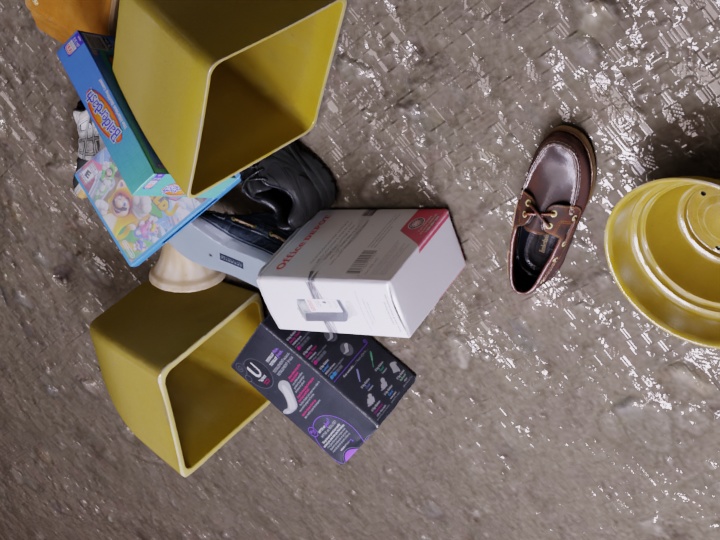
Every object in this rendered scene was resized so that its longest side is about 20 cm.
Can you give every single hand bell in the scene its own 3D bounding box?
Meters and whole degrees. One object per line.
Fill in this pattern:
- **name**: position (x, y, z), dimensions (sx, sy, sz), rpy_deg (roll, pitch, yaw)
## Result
- **hand bell**: position (-0.231, -0.084, 1.818), dimensions (0.103, 0.104, 0.202), rpy_deg (15, 122, 29)

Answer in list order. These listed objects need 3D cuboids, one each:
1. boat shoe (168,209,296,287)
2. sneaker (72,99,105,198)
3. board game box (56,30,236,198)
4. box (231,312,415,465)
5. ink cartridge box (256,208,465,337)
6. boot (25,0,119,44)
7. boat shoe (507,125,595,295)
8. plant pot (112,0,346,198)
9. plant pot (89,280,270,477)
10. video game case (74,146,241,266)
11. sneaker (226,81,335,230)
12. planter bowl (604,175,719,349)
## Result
- **boat shoe**: position (-0.156, -0.046, 1.767), dimensions (0.199, 0.091, 0.071), rpy_deg (26, 141, 16)
- **sneaker**: position (-0.335, -0.179, 1.820), dimensions (0.088, 0.076, 0.200), rpy_deg (44, 131, 7)
- **board game box**: position (-0.245, -0.177, 1.622), dimensions (0.045, 0.152, 0.201), rpy_deg (-39, 71, 26)
- **box**: position (-0.048, 0.132, 1.827), dimensions (0.200, 0.106, 0.122), rpy_deg (41, 139, 2)
- **ink cartridge box**: position (0.000, 0.000, 1.638), dimensions (0.199, 0.146, 0.085), rpy_deg (4, 128, 38)
- **boot**: position (-0.334, -0.326, 1.676), dimensions (0.143, 0.071, 0.202), rpy_deg (32, 145, 8)
- **boat shoe**: position (0.198, -0.057, 1.485), dimensions (0.070, 0.070, 0.201), rpy_deg (25, 136, 21)
- **plant pot**: position (-0.160, -0.237, 1.534), dimensions (0.176, 0.199, 0.201), rpy_deg (42, 142, 20)
- **plant pot**: position (-0.260, 0.119, 1.934), dimensions (0.199, 0.194, 0.197), rpy_deg (25, 139, 32)
- **video game case**: position (-0.246, -0.120, 1.727), dimensions (0.199, 0.018, 0.144), rpy_deg (-37, 79, 20)
- **sneaker**: position (-0.116, -0.135, 1.656), dimensions (0.200, 0.091, 0.076), rpy_deg (49, 142, -6)
- **planter bowl**: position (0.347, -0.027, 1.378), dimensions (0.199, 0.084, 0.202), rpy_deg (23, 137, 23)
